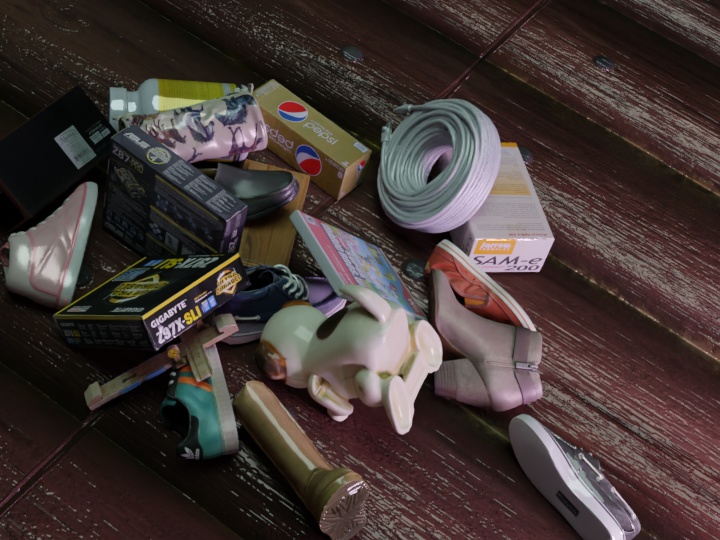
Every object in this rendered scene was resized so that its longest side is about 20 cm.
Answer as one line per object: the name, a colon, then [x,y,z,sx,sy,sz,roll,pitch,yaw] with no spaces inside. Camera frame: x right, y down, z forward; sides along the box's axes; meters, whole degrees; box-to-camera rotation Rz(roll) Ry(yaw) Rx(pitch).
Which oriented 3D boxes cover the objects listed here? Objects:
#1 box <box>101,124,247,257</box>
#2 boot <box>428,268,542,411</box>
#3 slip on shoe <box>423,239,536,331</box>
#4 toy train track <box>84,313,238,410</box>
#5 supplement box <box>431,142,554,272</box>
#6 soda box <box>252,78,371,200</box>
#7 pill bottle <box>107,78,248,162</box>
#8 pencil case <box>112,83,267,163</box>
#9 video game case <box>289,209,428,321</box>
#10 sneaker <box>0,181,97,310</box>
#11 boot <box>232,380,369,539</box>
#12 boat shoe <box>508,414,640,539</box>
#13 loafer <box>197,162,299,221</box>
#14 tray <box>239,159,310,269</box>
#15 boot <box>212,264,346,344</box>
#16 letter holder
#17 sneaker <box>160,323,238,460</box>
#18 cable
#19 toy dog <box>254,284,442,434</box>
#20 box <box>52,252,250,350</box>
box: [-0.244,-0.070,1.539,0.199,0.162,0.049,34,49,17]
boot: [0.164,0.090,1.562,0.144,0.070,0.202,-1,66,-1]
slip on shoe: [0.166,0.043,1.629,0.200,0.074,0.061,43,85,15]
toy train track: [-0.240,0.101,1.412,0.199,0.033,0.115,-29,42,-2]
supplement box: [0.189,-0.094,1.744,0.125,0.074,0.201,0,49,-16]
soda box: [-0.083,-0.194,1.761,0.199,0.068,0.064,38,50,18]
pill bottle: [-0.258,-0.214,1.698,0.198,0.113,0.113,2,48,-15]
pencil case: [-0.229,-0.189,1.609,0.198,0.078,0.090,-13,93,-14]
video game case: [0.000,0.000,1.562,0.199,0.017,0.144,24,28,-53]
sneaker: [-0.400,-0.045,1.529,0.104,0.076,0.202,14,51,-10]
boot: [-0.076,0.204,1.342,0.066,0.176,0.200,-32,65,-19]
boat shoe: [0.260,0.254,1.460,0.063,0.071,0.201,-26,68,-32]
loafer: [-0.183,-0.111,1.610,0.198,0.073,0.073,-10,43,4]
tray: [-0.135,-0.067,1.654,0.098,0.037,0.201,14,48,-3]
boot: [-0.094,0.031,1.536,0.199,0.091,0.073,-19,55,-32]
letter holder: [-0.440,-0.136,1.597,0.101,0.142,0.200,51,45,-11]
sneaker: [-0.205,0.139,1.424,0.079,0.072,0.201,-9,47,-16]
cable: [0.108,-0.148,1.699,0.069,0.199,0.202,28,67,-41]
toy dog: [-0.032,0.100,1.442,0.198,0.194,0.140,1,53,32]
box: [-0.252,0.035,1.439,0.199,0.050,0.159,-1,25,47]
